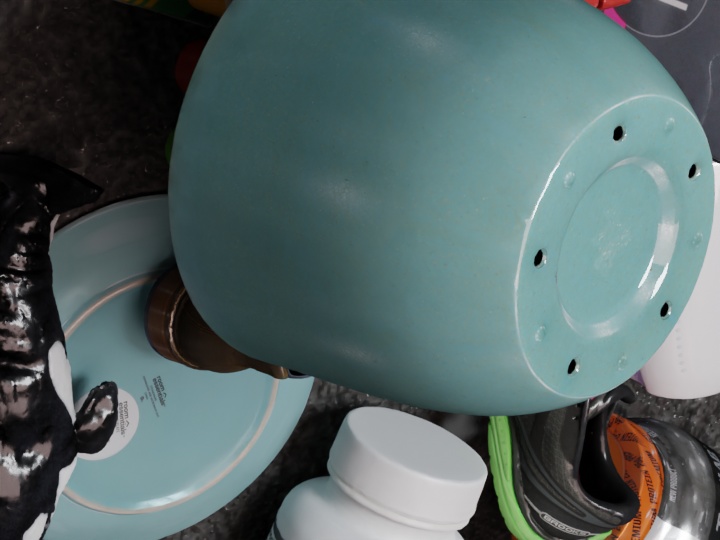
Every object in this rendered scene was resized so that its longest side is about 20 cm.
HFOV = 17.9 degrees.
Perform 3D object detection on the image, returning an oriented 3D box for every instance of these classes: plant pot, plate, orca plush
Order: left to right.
[{"bbox_3d":[-0.159,0.052,1.067,0.105,0.071,0.201,21,106,-9],"label":"orca plush"},{"bbox_3d":[-0.106,0.058,1.152,0.199,0.026,0.202,-14,122,-24],"label":"plate"},{"bbox_3d":[0.047,-0.033,0.943,0.200,0.160,0.202,-22,121,-40],"label":"plant pot"}]

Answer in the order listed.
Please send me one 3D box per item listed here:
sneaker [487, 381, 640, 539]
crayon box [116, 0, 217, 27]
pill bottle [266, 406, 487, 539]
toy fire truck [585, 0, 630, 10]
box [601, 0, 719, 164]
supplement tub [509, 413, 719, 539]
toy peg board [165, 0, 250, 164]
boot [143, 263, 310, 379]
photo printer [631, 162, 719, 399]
[{"bbox_3d":[0.100,0.048,1.202,0.077,0.083,0.201,-39,115,-56],"label":"sneaker"},{"bbox_3d":[-0.089,-0.218,0.996,0.126,0.051,0.201,12,108,-34],"label":"crayon box"},{"bbox_3d":[-0.006,0.180,1.221,0.110,0.111,0.201,11,110,-34],"label":"pill bottle"},{"bbox_3d":[0.068,-0.200,0.976,0.140,0.049,0.202,-18,121,-41],"label":"toy fire truck"},{"bbox_3d":[0.195,-0.134,1.122,0.200,0.106,0.123,-17,127,-56],"label":"box"},{"bbox_3d":[0.182,0.162,1.313,0.200,0.122,0.123,32,97,-38],"label":"supplement tub"},{"bbox_3d":[-0.006,-0.123,1.042,0.199,0.097,0.201,-26,125,-38],"label":"toy peg board"},{"bbox_3d":[0.000,0.000,1.120,0.199,0.097,0.075,-32,119,-28],"label":"boot"},{"bbox_3d":[0.226,-0.023,1.264,0.199,0.069,0.168,-17,126,-25],"label":"photo printer"}]
